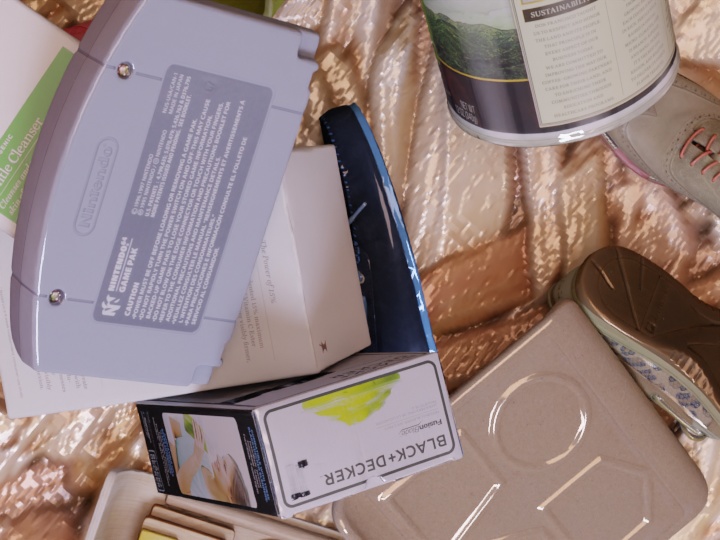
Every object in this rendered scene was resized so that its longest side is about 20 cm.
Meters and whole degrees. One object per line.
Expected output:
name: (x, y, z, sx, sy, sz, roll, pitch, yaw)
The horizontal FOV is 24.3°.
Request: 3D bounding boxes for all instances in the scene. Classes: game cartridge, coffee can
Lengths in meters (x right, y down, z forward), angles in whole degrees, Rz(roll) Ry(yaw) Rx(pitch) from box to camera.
game cartridge: (-0.105, -0.041, 0.854, 0.133, 0.040, 0.201, 9, 105, -43)
coffee can: (0.097, -0.194, 0.958, 0.145, 0.147, 0.201, -21, 125, -4)

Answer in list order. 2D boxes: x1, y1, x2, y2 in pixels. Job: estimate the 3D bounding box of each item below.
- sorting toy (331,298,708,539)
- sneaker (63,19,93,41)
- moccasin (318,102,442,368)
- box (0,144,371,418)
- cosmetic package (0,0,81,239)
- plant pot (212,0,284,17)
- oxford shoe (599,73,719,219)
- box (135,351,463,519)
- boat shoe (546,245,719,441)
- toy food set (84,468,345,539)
sorting toy: (0.102, 0.141, 1.048, 0.200, 0.036, 0.185, -41, 116, -4)
sneaker: (-0.184, -0.108, 1.005, 0.199, 0.087, 0.074, -19, 95, -4)
moccasin: (0.000, 0.000, 1.032, 0.068, 0.080, 0.202, -15, 93, 0)
box: (-0.110, 0.006, 0.978, 0.198, 0.097, 0.126, -9, 93, 19)
cosmetic package: (-0.216, -0.104, 0.886, 0.199, 0.085, 0.108, 33, 89, -6)
plant pot: (-0.055, -0.277, 0.979, 0.187, 0.187, 0.200, 45, 75, -5)
oxford shoe: (0.224, -0.073, 1.051, 0.199, 0.075, 0.071, 35, 90, -5)
box: (-0.040, 0.090, 0.958, 0.116, 0.200, 0.061, -15, 94, -24)
boat shoe: (0.210, 0.058, 1.069, 0.200, 0.063, 0.073, 39, 62, -8)
toy food set: (-0.085, 0.220, 1.042, 0.199, 0.060, 0.145, 18, 91, -6)
